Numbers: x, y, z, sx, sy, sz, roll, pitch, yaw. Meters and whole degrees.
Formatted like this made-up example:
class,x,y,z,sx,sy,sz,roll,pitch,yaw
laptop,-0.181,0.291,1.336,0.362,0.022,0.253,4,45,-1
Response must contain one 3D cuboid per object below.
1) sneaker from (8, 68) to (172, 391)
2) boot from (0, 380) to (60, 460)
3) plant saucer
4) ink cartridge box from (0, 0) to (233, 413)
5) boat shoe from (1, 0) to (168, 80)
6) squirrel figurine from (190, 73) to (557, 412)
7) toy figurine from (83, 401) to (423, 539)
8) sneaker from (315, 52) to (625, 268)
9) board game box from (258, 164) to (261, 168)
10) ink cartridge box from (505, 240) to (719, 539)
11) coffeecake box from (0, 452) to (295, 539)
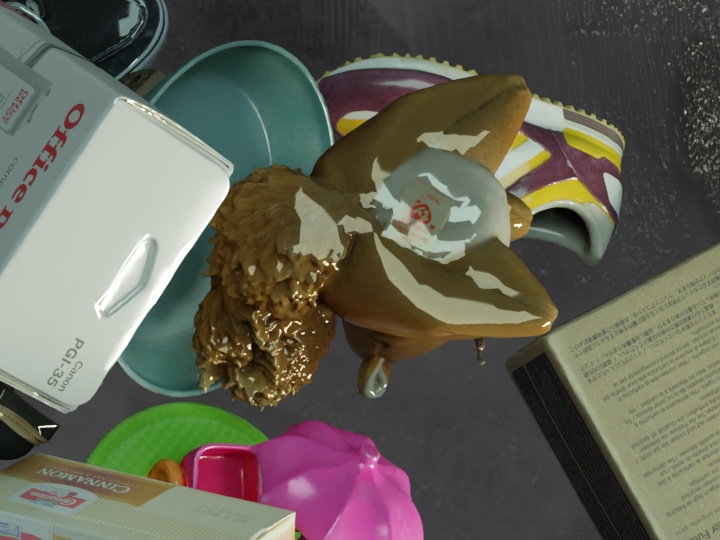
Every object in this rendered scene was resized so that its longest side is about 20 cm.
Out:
class,x,y,z,sx,sy,sz,roll,pitch,yaw
sneaker,-0.162,-0.021,1.168,0.200,0.070,0.076,-47,114,-3
boot,-0.240,0.104,1.059,0.077,0.200,0.138,45,69,-27
plant saucer,-0.088,-0.031,1.164,0.036,0.200,0.200,18,62,33
ink cartridge box,-0.173,-0.042,1.049,0.083,0.200,0.147,33,91,-41
boat shoe,-0.194,-0.119,1.169,0.200,0.068,0.072,-19,80,-19
squirrel figurine,0.000,0.000,1.158,0.200,0.187,0.142,-9,75,-12
toy figurine,-0.044,0.154,1.080,0.150,0.184,0.200,6,76,-32
sneaker,0.062,-0.062,1.252,0.200,0.075,0.090,13,65,-12
board game box,-0.161,-0.084,1.218,0.200,0.030,0.096,37,69,0
ink cartridge box,0.212,0.075,1.256,0.200,0.075,0.165,-26,84,-23
coffeecake box,-0.114,0.205,1.030,0.073,0.153,0.200,-27,123,-57
